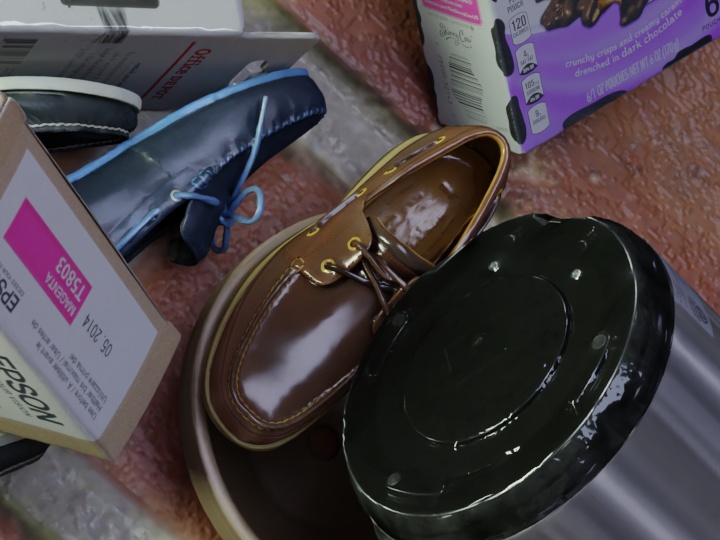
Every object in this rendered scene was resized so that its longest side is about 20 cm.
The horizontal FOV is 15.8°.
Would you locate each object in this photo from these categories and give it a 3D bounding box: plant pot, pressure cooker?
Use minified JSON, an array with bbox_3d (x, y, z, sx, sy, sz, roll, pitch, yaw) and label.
[{"bbox_3d":[-0.004,0.078,1.280,0.201,0.093,0.201,7,72,-22],"label":"plant pot"},{"bbox_3d":[0.113,0.093,1.164,0.200,0.179,0.176,42,56,-35],"label":"pressure cooker"}]

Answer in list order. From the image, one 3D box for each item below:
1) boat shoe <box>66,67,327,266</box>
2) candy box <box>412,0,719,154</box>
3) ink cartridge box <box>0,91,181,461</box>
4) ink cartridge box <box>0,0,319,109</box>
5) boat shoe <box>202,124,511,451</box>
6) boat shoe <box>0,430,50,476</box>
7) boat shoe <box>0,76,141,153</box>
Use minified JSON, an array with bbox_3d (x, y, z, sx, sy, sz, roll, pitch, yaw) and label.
[{"bbox_3d":[-0.097,-0.028,1.284,0.200,0.084,0.069,-32,78,-12],"label":"boat shoe"},{"bbox_3d":[0.105,-0.190,1.359,0.168,0.072,0.200,-31,124,-27],"label":"candy box"},{"bbox_3d":[-0.194,-0.007,1.132,0.165,0.200,0.075,13,63,28],"label":"ink cartridge box"},{"bbox_3d":[-0.133,-0.127,1.269,0.200,0.116,0.067,-1,75,-24],"label":"ink cartridge box"},{"bbox_3d":[0.001,0.000,1.215,0.072,0.068,0.200,45,63,-6],"label":"boat shoe"},{"bbox_3d":[-0.232,0.104,1.200,0.200,0.072,0.068,-20,121,-33],"label":"boat shoe"},{"bbox_3d":[-0.201,-0.055,1.243,0.199,0.074,0.066,-1,78,-23],"label":"boat shoe"}]
